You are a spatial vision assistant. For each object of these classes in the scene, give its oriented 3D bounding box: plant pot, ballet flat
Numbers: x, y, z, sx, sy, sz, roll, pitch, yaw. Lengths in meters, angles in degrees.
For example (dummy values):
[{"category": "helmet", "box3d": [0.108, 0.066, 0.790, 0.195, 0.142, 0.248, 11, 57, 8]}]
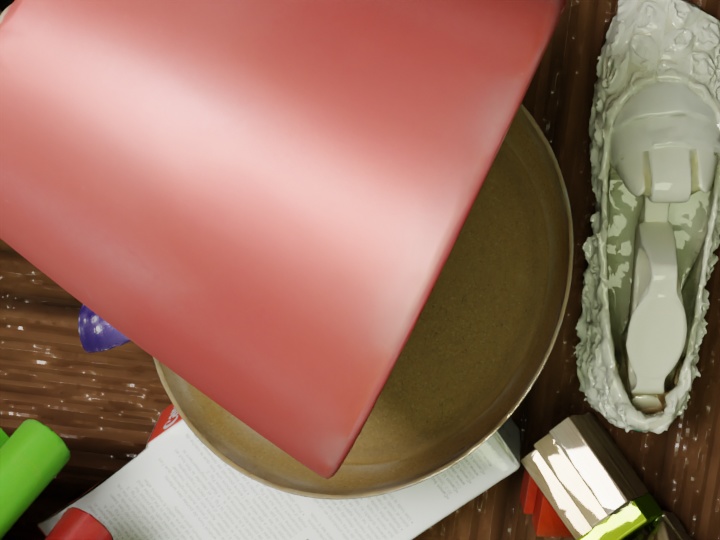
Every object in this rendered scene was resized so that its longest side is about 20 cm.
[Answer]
[{"category": "plant pot", "box3d": [-0.044, -0.050, 0.798, 0.177, 0.200, 0.201, 27, 106, 1]}, {"category": "ballet flat", "box3d": [0.133, -0.020, 0.932, 0.071, 0.072, 0.201, 2, 106, 3]}, {"category": "plant pot", "box3d": [0.000, 0.000, 0.920, 0.199, 0.027, 0.201, -6, 75, 22]}]

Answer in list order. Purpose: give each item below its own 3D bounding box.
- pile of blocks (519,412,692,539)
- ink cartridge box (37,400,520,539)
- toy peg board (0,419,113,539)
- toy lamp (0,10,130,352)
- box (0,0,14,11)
[{"category": "pile of blocks", "box3d": [0.132, 0.154, 0.974, 0.062, 0.082, 0.200, -38, 101, 13]}, {"category": "ink cartridge box", "box3d": [-0.037, 0.095, 0.985, 0.200, 0.050, 0.109, -35, 101, 13]}, {"category": "toy peg board", "box3d": [-0.159, 0.155, 0.954, 0.199, 0.200, 0.098, 51, 60, -22]}, {"category": "toy lamp", "box3d": [-0.138, -0.064, 0.891, 0.058, 0.058, 0.201, -25, 105, 10]}, {"category": "box", "box3d": [-0.128, -0.177, 0.911, 0.160, 0.049, 0.200, 44, 104, -11]}]
